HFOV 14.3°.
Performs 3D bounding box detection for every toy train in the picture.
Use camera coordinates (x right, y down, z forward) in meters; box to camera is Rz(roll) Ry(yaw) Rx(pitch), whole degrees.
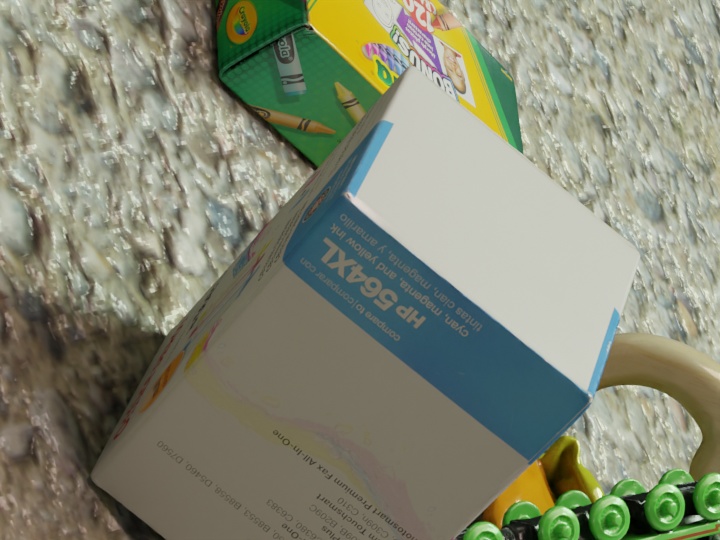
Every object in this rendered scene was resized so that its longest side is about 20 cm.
[{"bbox_3d":[0.091,0.131,1.305,0.200,0.042,0.056,-8,95,-31],"label":"toy train"}]

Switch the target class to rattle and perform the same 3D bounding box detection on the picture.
[{"bbox_3d":[0.167,0.096,1.387,0.143,0.200,0.130,48,49,-80],"label":"rattle"}]

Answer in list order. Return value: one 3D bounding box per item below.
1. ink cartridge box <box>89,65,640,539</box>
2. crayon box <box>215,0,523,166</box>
[{"bbox_3d":[-0.005,0.046,1.152,0.125,0.200,0.129,39,29,-8],"label":"ink cartridge box"},{"bbox_3d":[0.007,-0.098,1.462,0.200,0.058,0.119,41,32,-39],"label":"crayon box"}]
